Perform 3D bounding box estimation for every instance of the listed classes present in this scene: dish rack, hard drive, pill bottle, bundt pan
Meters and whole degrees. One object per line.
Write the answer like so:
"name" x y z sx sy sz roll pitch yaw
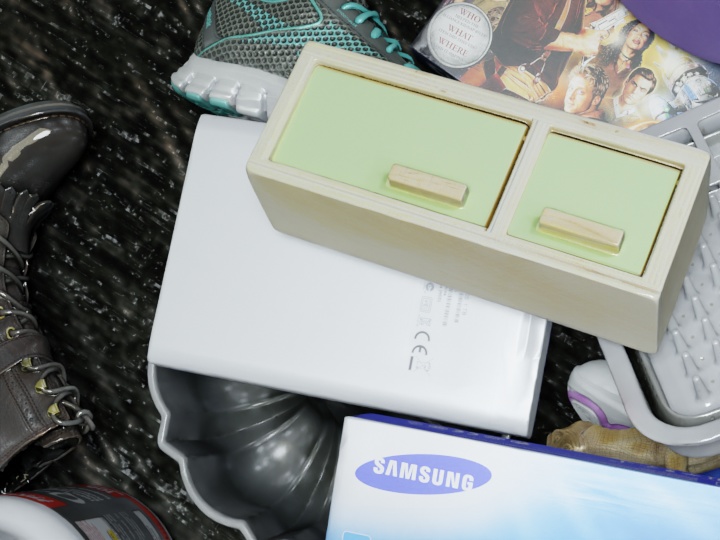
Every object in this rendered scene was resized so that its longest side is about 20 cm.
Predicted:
"dish rack" 0.190 -0.004 0.696 0.170 0.044 0.201 -22 41 9
"hard drive" 0.000 0.000 0.734 0.198 0.025 0.133 10 82 16
"pill bottle" -0.169 0.170 0.738 0.114 0.200 0.117 -1 84 9
"bundt pan" -0.009 0.055 0.781 0.200 0.076 0.204 -2 80 12

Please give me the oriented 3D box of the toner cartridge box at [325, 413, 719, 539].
"toner cartridge box" 0.084 0.126 0.632 0.198 0.043 0.096 9 88 15

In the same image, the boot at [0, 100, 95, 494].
"boot" -0.189 0.025 0.802 0.200 0.069 0.175 -44 60 13

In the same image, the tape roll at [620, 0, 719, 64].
"tape roll" 0.216 -0.211 0.748 0.198 0.085 0.202 0 74 1

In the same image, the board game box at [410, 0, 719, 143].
"board game box" 0.146 -0.119 0.798 0.199 0.035 0.136 36 91 11

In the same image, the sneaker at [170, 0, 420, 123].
"sneaker" -0.008 -0.115 0.789 0.198 0.078 0.092 16 89 20

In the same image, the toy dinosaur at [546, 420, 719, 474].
"toy dinosaur" 0.180 0.076 0.683 0.198 0.058 0.102 -19 56 0

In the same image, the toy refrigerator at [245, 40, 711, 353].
"toy refrigerator" 0.054 -0.037 0.671 0.198 0.070 0.076 19 70 18

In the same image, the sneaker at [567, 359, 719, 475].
"sneaker" 0.208 0.079 0.760 0.198 0.075 0.100 20 68 12

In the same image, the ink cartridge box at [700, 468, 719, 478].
"ink cartridge box" 0.144 0.185 0.729 0.098 0.039 0.202 6 104 17
